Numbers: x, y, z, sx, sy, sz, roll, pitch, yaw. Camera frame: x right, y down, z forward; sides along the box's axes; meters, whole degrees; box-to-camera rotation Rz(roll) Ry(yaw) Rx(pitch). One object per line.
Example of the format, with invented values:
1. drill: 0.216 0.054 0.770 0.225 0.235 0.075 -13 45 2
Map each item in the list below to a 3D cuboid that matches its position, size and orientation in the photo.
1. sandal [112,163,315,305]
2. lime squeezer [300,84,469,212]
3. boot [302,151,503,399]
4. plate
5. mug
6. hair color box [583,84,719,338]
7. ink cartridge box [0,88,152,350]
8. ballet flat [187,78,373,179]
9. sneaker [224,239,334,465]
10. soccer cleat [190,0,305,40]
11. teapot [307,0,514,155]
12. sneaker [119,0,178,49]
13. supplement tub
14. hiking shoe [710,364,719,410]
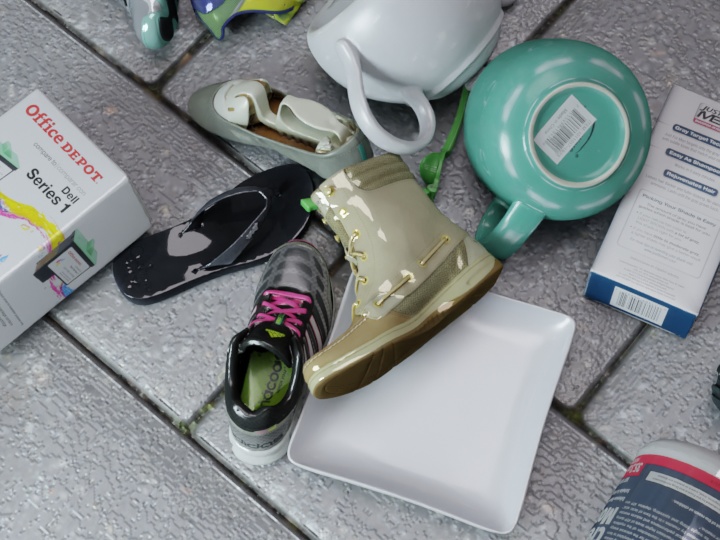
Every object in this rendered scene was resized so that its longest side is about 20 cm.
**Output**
1. sandal: -0.124 -0.031 1.280 0.199 0.043 0.076 -31 69 -11
2. lime squeezer: 0.045 -0.089 1.305 0.200 0.038 0.071 -37 57 -18
3. boot: 0.000 0.000 1.206 0.199 0.073 0.156 -35 75 -20
4. plate: 0.061 0.104 1.224 0.198 0.032 0.201 17 68 8
5. mug: 0.172 -0.104 1.239 0.151 0.114 0.187 -6 100 -7
6. hair color box: 0.280 -0.053 1.269 0.099 0.061 0.201 24 70 11
7. ink cartridge box: -0.305 -0.040 1.258 0.200 0.084 0.145 -41 62 -14
8. ballet flat: -0.075 -0.141 1.296 0.199 0.064 0.068 25 62 24
9. sneaker: -0.068 0.058 1.216 0.073 0.088 0.201 12 67 7
10. soccer cleat: -0.068 -0.282 1.387 0.199 0.065 0.084 -25 98 -13
11. teapot: 0.057 -0.216 1.297 0.200 0.197 0.146 -44 105 6
12. sneaker: -0.248 -0.287 1.382 0.139 0.078 0.201 -7 57 0
13. supplement tub: 0.229 0.244 1.101 0.140 0.141 0.200 32 71 14
14. hiking shoe: 0.371 0.056 1.226 0.086 0.074 0.201 37 71 -9
